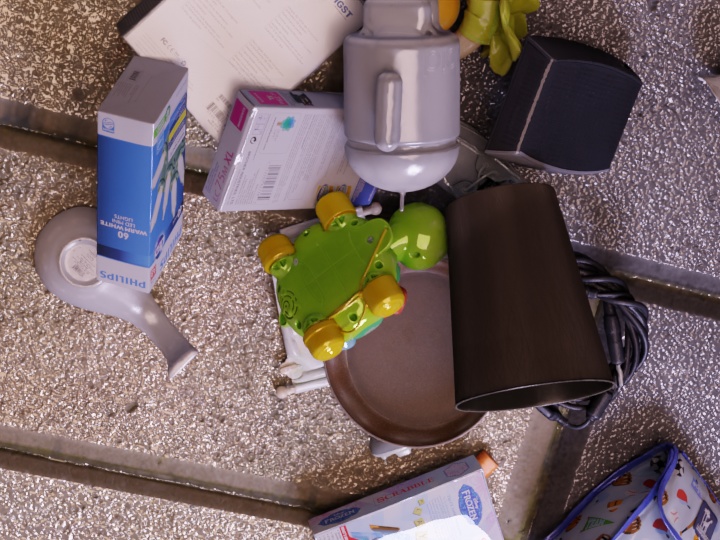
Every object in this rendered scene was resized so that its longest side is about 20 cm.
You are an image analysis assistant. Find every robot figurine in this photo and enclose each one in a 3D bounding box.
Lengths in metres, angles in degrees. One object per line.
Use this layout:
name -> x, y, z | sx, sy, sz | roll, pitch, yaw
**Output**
robot figurine -> 0.039, -0.163, 1.643 | 0.112, 0.170, 0.202 | 3, 106, 15

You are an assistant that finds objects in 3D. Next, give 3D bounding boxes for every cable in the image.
cable -> 0.211, 0.062, 1.804 | 0.200, 0.051, 0.163 | 43, 96, -13

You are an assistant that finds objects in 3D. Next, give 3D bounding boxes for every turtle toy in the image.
turtle toy -> 0.000, 0.000, 1.728 | 0.199, 0.146, 0.101 | -35, 154, 11

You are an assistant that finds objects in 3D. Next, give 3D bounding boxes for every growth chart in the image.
growth chart -> -0.027, 0.032, 1.813 | 0.143, 0.018, 0.202 | -8, 109, -10

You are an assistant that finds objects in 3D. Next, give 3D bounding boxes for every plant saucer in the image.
plant saucer -> 0.059, 0.082, 1.782 | 0.198, 0.032, 0.202 | 1, 92, 15

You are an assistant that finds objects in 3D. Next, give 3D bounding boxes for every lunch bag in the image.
lunch bag -> 0.327, 0.317, 1.929 | 0.200, 0.124, 0.170 | -42, 112, -12

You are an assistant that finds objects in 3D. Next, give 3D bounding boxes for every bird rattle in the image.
bird rattle -> 0.085, -0.281, 1.699 | 0.162, 0.113, 0.201 | -26, 110, 16

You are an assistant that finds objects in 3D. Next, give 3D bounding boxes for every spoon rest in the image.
spoon rest -> -0.248, 0.023, 1.749 | 0.099, 0.061, 0.200 | -42, 98, 2

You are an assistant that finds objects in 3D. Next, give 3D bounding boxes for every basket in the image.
basket -> 0.153, 0.026, 1.681 | 0.179, 0.136, 0.202 | 0, 74, -40

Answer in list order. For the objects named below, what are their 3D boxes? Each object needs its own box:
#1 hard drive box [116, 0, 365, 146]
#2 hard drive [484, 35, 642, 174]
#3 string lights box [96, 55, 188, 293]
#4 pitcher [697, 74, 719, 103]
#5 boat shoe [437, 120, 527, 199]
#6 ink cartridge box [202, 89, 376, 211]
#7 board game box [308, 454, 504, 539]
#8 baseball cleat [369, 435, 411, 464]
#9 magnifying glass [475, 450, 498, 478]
hard drive box -> -0.113, -0.244, 1.675 | 0.200, 0.077, 0.156 | -41, 111, 3
hard drive -> 0.211, -0.160, 1.735 | 0.199, 0.042, 0.136 | 4, 110, -53
string lights box -> -0.211, -0.091, 1.647 | 0.058, 0.103, 0.201 | 13, 130, 8
pitcher -> 0.479, -0.218, 1.803 | 0.200, 0.122, 0.171 | -43, 132, 14
boat shoe -> 0.134, -0.090, 1.780 | 0.200, 0.072, 0.070 | 37, 97, -20
ink cartridge box -> -0.053, -0.119, 1.705 | 0.199, 0.042, 0.120 | -2, 127, -39
board game box -> 0.066, 0.330, 1.895 | 0.198, 0.041, 0.202 | -20, 112, -5
baseball cleat -> 0.083, 0.120, 1.846 | 0.199, 0.070, 0.107 | -29, 105, -13
magnifying glass -> 0.074, 0.277, 1.911 | 0.200, 0.022, 0.080 | -44, 111, 3
